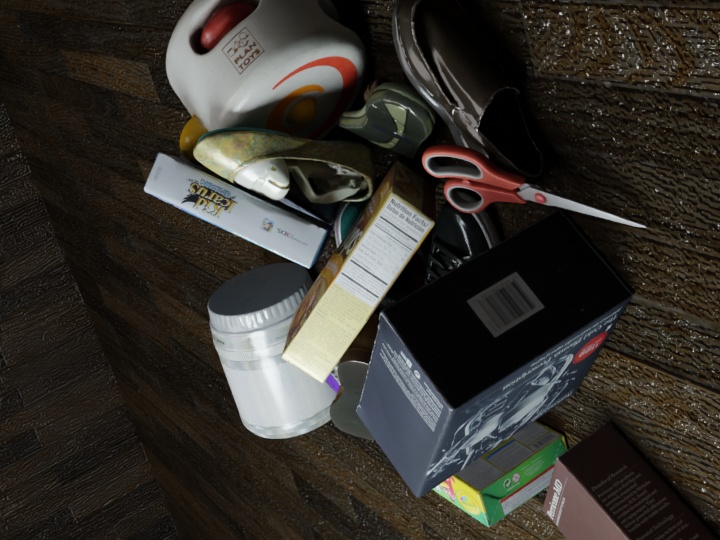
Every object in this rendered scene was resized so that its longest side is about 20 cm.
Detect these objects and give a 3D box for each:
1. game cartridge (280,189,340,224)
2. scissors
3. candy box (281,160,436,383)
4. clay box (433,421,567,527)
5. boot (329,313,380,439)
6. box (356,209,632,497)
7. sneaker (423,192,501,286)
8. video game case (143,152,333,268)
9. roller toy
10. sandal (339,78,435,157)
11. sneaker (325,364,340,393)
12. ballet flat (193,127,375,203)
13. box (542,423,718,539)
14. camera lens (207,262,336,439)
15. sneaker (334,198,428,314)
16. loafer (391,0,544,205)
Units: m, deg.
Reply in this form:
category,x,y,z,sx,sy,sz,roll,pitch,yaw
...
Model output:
category,x,y,z,sx,sy,sz,roll,pitch,yaw
game cartridge,-0.083,-0.099,1.356,0.132,0.041,0.200,35,178,3
scissors,0.134,-0.067,0.965,0.198,0.014,0.074,11,141,42
candy box,0.000,0.000,1.179,0.055,0.201,0.116,31,-161,-8
clay box,0.116,0.187,1.262,0.199,0.114,0.048,23,137,59
boot,0.010,0.115,1.257,0.072,0.076,0.201,12,147,4
box,0.111,0.075,1.040,0.105,0.198,0.183,52,156,22
sneaker,0.080,0.029,1.165,0.073,0.111,0.202,33,147,34
video game case,-0.120,-0.061,1.237,0.179,0.046,0.200,24,-177,0
roller toy,-0.092,-0.200,1.199,0.140,0.198,0.183,52,143,22
sandal,0.035,-0.152,1.127,0.079,0.058,0.201,24,173,-11
sneaker,-0.034,0.084,1.351,0.099,0.069,0.202,31,154,44
ballet flat,-0.066,-0.097,1.163,0.070,0.197,0.072,-3,87,54
box,0.257,0.249,1.078,0.201,0.074,0.101,50,155,32
camera lens,-0.109,0.112,1.616,0.159,0.158,0.203,24,136,56
sneaker,0.033,0.022,1.317,0.121,0.083,0.203,-138,30,-60
loafer,0.100,-0.153,0.996,0.202,0.073,0.071,57,155,-10
